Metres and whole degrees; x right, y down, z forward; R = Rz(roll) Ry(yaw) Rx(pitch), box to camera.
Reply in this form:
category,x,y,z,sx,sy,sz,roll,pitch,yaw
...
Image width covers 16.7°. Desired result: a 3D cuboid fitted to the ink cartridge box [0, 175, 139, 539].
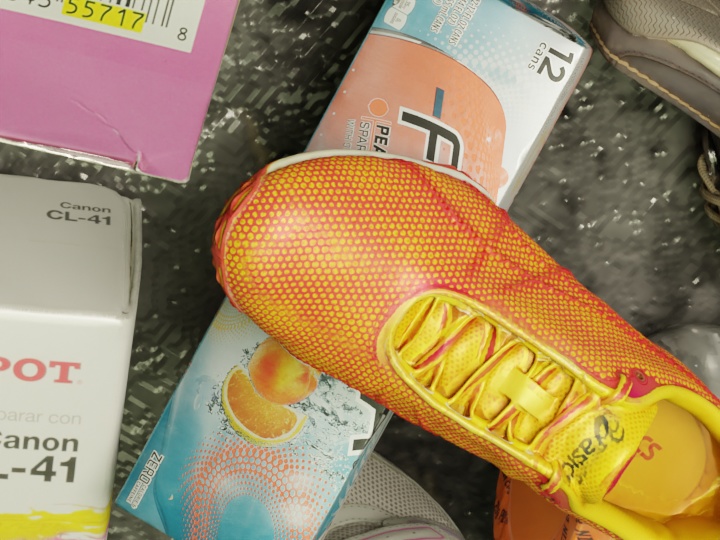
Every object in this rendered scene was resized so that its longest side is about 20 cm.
category,x,y,z,sx,sy,sz,roll,pitch,yaw
ink cartridge box,-0.158,0.071,0.832,0.147,0.086,0.201,5,122,-9

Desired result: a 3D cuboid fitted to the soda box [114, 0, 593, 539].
category,x,y,z,sx,sy,sz,roll,pitch,yaw
soda box,0.000,0.000,0.781,0.063,0.068,0.200,29,98,5

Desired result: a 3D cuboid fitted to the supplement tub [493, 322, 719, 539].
category,x,y,z,sx,sy,sz,roll,pitch,yaw
supplement tub,0.155,0.091,0.862,0.199,0.123,0.123,15,119,-14

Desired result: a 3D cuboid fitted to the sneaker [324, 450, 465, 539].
category,x,y,z,sx,sy,sz,roll,pitch,yaw
sneaker,0.021,0.124,0.830,0.081,0.200,0.088,-29,147,-14

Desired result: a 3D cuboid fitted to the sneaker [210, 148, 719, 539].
category,x,y,z,sx,sy,sz,roll,pitch,yaw
sneaker,0.046,0.025,0.716,0.200,0.077,0.073,27,99,-27

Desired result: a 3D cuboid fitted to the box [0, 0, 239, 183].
category,x,y,z,sx,sy,sz,roll,pitch,yaw
box,-0.120,-0.128,0.652,0.175,0.200,0.097,12,119,-12

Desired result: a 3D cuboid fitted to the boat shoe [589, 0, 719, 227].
category,x,y,z,sx,sy,sz,roll,pitch,yaw
boat shoe,0.151,-0.027,0.817,0.200,0.075,0.073,31,114,-21
